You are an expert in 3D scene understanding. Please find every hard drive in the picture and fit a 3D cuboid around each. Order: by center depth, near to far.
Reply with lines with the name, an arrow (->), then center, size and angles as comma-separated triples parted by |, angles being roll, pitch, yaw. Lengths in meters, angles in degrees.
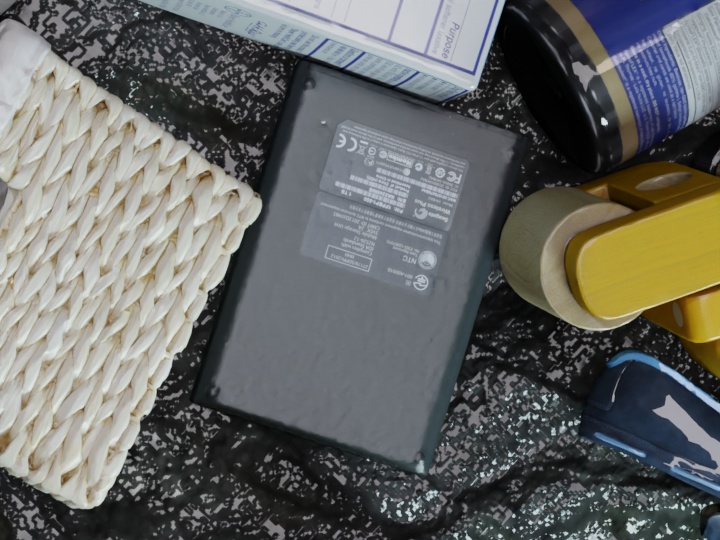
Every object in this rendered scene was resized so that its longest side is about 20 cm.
hard drive -> 0.000, 0.000, 1.445 | 0.139, 0.033, 0.201 | 18, 85, -9

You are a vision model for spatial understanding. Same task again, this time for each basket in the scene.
basket -> -0.170, 0.001, 1.332 | 0.160, 0.200, 0.199 | 30, 83, -10

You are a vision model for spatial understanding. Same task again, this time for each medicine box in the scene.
medicine box -> -0.008, -0.210, 1.416 | 0.199, 0.103, 0.183 | 19, 85, -9

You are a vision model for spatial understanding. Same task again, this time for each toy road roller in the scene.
toy road roller -> 0.190, 0.011, 1.437 | 0.199, 0.123, 0.147 | -16, 102, -11

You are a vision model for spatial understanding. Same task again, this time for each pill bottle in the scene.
pill bottle -> 0.187, -0.147, 1.444 | 0.199, 0.112, 0.112 | -30, 93, -10

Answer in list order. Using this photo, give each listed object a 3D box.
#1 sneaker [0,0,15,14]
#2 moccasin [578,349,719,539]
sneaker -> -0.266, -0.128, 1.344 | 0.200, 0.112, 0.073 | -51, 54, 8
moccasin -> 0.212, 0.125, 1.465 | 0.200, 0.080, 0.068 | 35, 86, 7
